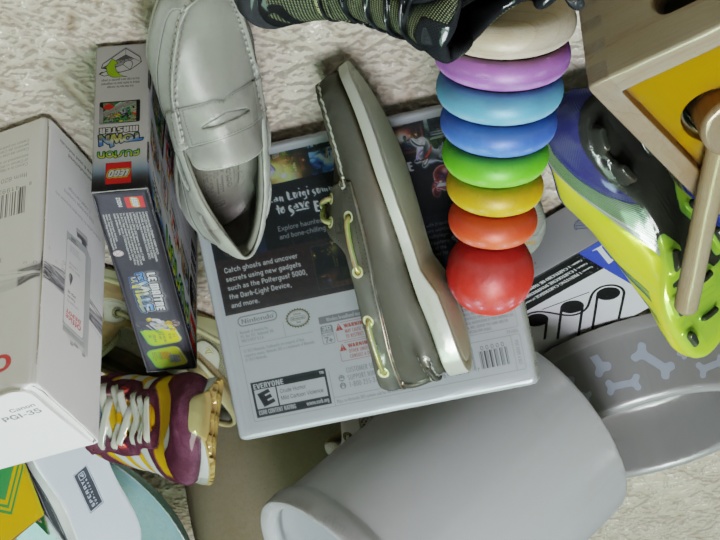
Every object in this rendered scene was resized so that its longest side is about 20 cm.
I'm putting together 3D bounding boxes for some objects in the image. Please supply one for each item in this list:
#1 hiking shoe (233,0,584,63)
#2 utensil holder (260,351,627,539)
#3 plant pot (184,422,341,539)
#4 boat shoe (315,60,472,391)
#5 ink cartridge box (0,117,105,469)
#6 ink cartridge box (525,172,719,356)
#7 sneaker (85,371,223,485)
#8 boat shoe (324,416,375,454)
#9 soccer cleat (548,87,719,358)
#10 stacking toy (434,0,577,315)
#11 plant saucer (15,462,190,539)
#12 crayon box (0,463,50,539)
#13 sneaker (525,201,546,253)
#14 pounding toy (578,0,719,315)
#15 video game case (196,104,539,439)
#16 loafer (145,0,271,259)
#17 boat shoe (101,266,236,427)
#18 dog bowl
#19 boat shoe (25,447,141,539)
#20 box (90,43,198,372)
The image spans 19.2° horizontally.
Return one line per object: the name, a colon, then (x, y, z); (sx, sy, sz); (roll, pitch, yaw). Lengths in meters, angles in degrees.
hiking shoe: (0.022, -0.160, 1.169); (0.198, 0.101, 0.076); (-14, 141, 13)
utensil holder: (0.060, 0.165, 1.453); (0.200, 0.170, 0.170); (-37, 154, -24)
plant pot: (-0.048, 0.222, 1.636); (0.186, 0.201, 0.188); (-1, 146, -1)
boat shoe: (0.008, -0.025, 1.301); (0.060, 0.203, 0.072); (-19, -177, 14)
ink cartridge box: (-0.240, 0.023, 1.330); (0.145, 0.201, 0.083); (-16, 144, 19)
ink cartridge box: (0.167, -0.008, 1.453); (0.199, 0.045, 0.094); (-31, 138, 34)
sneaker: (-0.143, 0.103, 1.416); (0.089, 0.076, 0.200); (8, 170, -10)
boat shoe: (0.009, 0.129, 1.567); (0.069, 0.071, 0.202); (0, 106, 19)
soccer cleat: (0.174, -0.032, 1.356); (0.083, 0.065, 0.201); (5, 133, 54)
stacking toy: (0.083, -0.065, 1.261); (0.085, 0.086, 0.202); (-2, 118, -2)
plant saucer: (-0.194, 0.213, 1.691); (0.200, 0.039, 0.202); (20, 129, 26)
crayon box: (-0.294, 0.121, 1.536); (0.051, 0.127, 0.201); (-40, 151, -20)
sneaker: (0.031, -0.015, 1.413); (0.198, 0.076, 0.092); (-11, 152, 16)
pounding toy: (0.221, -0.104, 1.230); (0.199, 0.143, 0.184); (-24, 140, 27)
video game case: (0.000, 0.000, 1.354); (0.198, 0.183, 0.023); (-12, -179, 13)
loafer: (-0.083, -0.091, 1.268); (0.070, 0.070, 0.201); (-25, 140, -16)
boat shoe: (-0.164, 0.053, 1.501); (0.200, 0.064, 0.073); (26, 136, -36)
dog bowl: (0.209, 0.095, 1.556); (0.198, 0.059, 0.200); (-11, 156, -5)
boat shoe: (-0.224, 0.135, 1.587); (0.068, 0.072, 0.201); (16, 134, 47)
box: (-0.132, -0.036, 1.334); (0.034, 0.111, 0.201); (-4, 145, 3)
